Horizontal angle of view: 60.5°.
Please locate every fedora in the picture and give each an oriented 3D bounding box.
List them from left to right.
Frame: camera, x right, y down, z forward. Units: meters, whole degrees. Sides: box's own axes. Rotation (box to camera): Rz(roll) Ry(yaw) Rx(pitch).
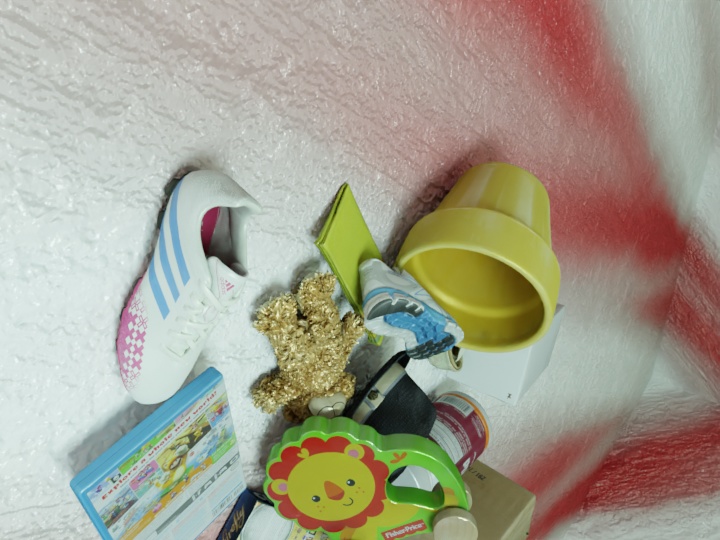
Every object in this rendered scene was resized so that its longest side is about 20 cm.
[{"bbox_3d":[0.031,0.199,0.762,0.201,0.091,0.201,-50,166,-18],"label":"fedora"}]

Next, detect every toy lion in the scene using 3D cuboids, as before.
[{"bbox_3d":[0.004,0.233,0.668,0.069,0.199,0.193,-82,147,-67],"label":"toy lion"}]

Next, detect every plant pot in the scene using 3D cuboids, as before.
[{"bbox_3d":[0.161,-0.029,0.787,0.202,0.199,0.190,72,35,-45],"label":"plant pot"}]

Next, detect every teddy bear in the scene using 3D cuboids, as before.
[{"bbox_3d":[-0.051,0.093,0.657,0.144,0.066,0.202,-21,125,-45],"label":"teddy bear"}]

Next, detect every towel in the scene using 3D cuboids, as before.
[{"bbox_3d":[0.000,0.000,0.709,0.201,0.018,0.087,63,38,-48],"label":"towel"}]

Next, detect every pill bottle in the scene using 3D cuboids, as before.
[{"bbox_3d":[0.108,0.276,0.945,0.199,0.114,0.115,-24,127,-46],"label":"pill bottle"}]

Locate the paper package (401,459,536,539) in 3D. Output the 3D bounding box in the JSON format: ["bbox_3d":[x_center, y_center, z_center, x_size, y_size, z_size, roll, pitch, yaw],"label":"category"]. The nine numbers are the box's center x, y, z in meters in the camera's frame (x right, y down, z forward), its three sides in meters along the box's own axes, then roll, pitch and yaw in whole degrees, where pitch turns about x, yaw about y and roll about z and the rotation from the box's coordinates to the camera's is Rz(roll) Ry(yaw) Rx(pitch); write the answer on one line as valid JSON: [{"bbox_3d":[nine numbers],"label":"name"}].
[{"bbox_3d":[0.159,0.401,1.011,0.190,0.199,0.104,-24,128,-45],"label":"paper package"}]

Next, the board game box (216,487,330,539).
[{"bbox_3d":[-0.124,0.364,0.703,0.135,0.034,0.201,36,79,-36],"label":"board game box"}]

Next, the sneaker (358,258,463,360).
[{"bbox_3d":[0.059,0.042,0.727,0.075,0.087,0.200,-30,145,14],"label":"sneaker"}]

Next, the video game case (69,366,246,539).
[{"bbox_3d":[-0.171,0.196,0.565,0.143,0.018,0.201,-40,147,-35],"label":"video game case"}]

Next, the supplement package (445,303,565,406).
[{"bbox_3d":[0.244,0.115,1.018,0.200,0.120,0.121,-21,126,-57],"label":"supplement package"}]

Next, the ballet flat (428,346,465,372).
[{"bbox_3d":[0.142,0.061,0.915,0.067,0.062,0.202,-28,130,-44],"label":"ballet flat"}]

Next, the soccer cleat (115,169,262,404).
[{"bbox_3d":[-0.133,0.022,0.482,0.070,0.086,0.202,3,106,-55],"label":"soccer cleat"}]
